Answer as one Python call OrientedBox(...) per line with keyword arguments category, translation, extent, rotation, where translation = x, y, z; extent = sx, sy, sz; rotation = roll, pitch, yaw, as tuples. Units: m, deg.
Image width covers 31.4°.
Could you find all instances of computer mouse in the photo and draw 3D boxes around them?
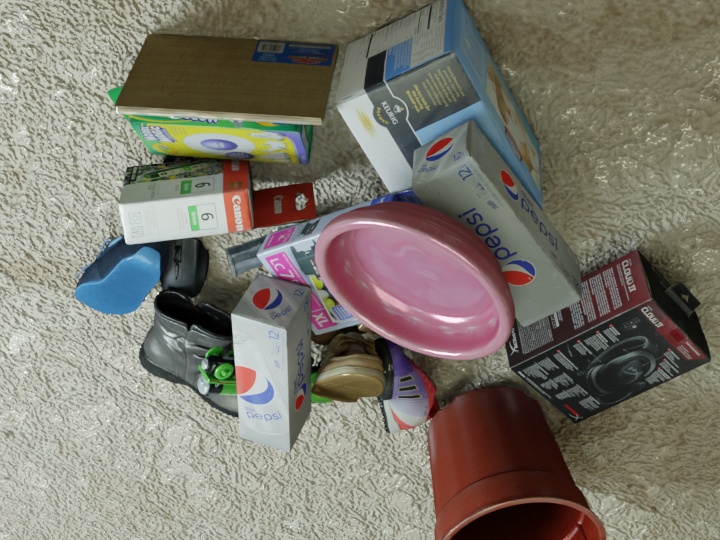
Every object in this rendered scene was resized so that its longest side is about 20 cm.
OrientedBox(category="computer mouse", translation=(-0.204, -0.045, 1.444), extent=(0.058, 0.034, 0.201), rotation=(4, 126, 4))

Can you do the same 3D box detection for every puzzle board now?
OrientedBox(category="puzzle board", translation=(-0.126, -0.186, 1.256), extent=(0.199, 0.151, 0.017), rotation=(4, 127, 3))

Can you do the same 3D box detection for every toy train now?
OrientedBox(category="toy train", translation=(-0.104, 0.125, 1.485), extent=(0.199, 0.042, 0.057), rotation=(8, 122, -39))

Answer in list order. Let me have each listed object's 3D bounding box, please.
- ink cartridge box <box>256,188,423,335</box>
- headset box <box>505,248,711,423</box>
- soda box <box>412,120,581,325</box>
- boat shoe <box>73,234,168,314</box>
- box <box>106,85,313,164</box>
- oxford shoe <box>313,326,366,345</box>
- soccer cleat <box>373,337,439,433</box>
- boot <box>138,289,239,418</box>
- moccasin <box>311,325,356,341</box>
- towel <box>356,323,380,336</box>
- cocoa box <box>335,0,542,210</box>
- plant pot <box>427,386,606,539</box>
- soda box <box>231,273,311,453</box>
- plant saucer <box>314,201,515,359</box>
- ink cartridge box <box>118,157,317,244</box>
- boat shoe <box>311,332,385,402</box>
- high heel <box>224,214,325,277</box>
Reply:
OrientedBox(category="ink cartridge box", translation=(0.005, -0.007, 1.299), extent=(0.199, 0.042, 0.120), rotation=(-18, 121, 32))
OrientedBox(category="headset box", translation=(0.282, 0.073, 1.431), extent=(0.199, 0.078, 0.149), rotation=(-31, 133, 25))
OrientedBox(category="soda box", translation=(0.131, -0.042, 1.213), extent=(0.068, 0.064, 0.200), rotation=(-27, 122, 25))
OrientedBox(category="boat shoe", translation=(-0.259, -0.002, 1.451), extent=(0.084, 0.069, 0.200), rotation=(31, 149, -27))
OrientedBox(category="box", translation=(-0.153, -0.150, 1.313), extent=(0.199, 0.049, 0.117), rotation=(6, 169, 4))
OrientedBox(category="oxford shoe", translation=(0.015, 0.042, 1.462), extent=(0.199, 0.071, 0.071), rotation=(-28, 121, 26))
OrientedBox(category="soccer cleat", translation=(0.053, 0.130, 1.500), extent=(0.073, 0.069, 0.200), rotation=(-13, 149, -2))
OrientedBox(category="boot", translation=(-0.161, 0.102, 1.505), extent=(0.199, 0.070, 0.132), rotation=(20, 143, -10))
OrientedBox(category="moccasin", translation=(0.001, 0.001, 1.405), extent=(0.201, 0.074, 0.078), rotation=(-40, 151, 22))
OrientedBox(category="towel", translation=(0.100, 0.045, 1.413), extent=(0.146, 0.022, 0.200), rotation=(-28, 156, 23))
OrientedBox(category="cocoa box", translation=(0.083, -0.144, 1.275), extent=(0.131, 0.134, 0.200), rotation=(-22, 121, 20))
OrientedBox(category="plant pot", translation=(0.165, 0.255, 1.508), extent=(0.199, 0.196, 0.202), rotation=(-5, 132, -6))
OrientedBox(category="soda box", translation=(-0.093, 0.102, 1.369), extent=(0.063, 0.068, 0.201), rotation=(15, 136, 14))
OrientedBox(category="plant saucer", translation=(0.055, 0.004, 1.200), extent=(0.200, 0.051, 0.201), rotation=(22, 149, 14))
OrientedBox(category="ink cartridge box", translation=(-0.149, -0.081, 1.350), extent=(0.199, 0.109, 0.051), rotation=(-7, 116, -2))
OrientedBox(category="boat shoe", translation=(-0.014, 0.102, 1.410), extent=(0.073, 0.070, 0.200), rotation=(13, 168, -11))
OrientedBox(category="high heel", translation=(-0.066, 0.023, 1.470), extent=(0.142, 0.072, 0.201), rotation=(-19, 139, -6))
